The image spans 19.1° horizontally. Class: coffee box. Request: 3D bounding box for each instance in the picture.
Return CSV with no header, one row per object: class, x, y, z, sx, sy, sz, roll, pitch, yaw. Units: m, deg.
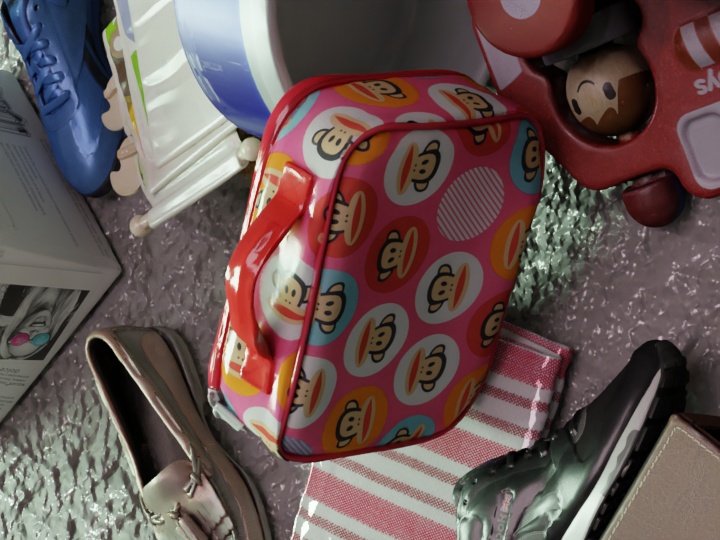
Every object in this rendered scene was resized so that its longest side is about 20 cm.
coffee box,-0.322,-0.017,1.424,0.198,0.199,0.200,-49,54,25

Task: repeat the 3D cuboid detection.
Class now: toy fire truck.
toy fire truck,0.156,-0.113,1.087,0.199,0.112,0.169,-21,91,35

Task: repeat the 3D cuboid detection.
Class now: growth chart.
growth chart,-0.113,-0.131,1.291,0.144,0.018,0.201,-19,74,46

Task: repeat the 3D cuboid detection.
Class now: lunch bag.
lunch bag,0.000,0.000,1.097,0.082,0.175,0.201,34,119,38

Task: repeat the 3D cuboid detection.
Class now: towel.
towel,0.035,0.117,1.202,0.146,0.030,0.201,20,97,39

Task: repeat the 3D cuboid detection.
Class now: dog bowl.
dog bowl,-0.005,-0.162,1.166,0.079,0.199,0.202,16,93,41

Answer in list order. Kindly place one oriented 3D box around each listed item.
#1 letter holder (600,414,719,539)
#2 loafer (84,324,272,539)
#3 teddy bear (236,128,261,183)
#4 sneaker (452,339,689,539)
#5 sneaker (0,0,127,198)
letter holder,0.173,0.191,1.007,0.142,0.100,0.201,40,109,36
loafer,-0.117,0.120,1.311,0.072,0.063,0.201,-42,57,28
teddy bear,-0.077,-0.147,1.317,0.145,0.067,0.201,-33,63,30
sneaker,0.092,0.114,1.102,0.087,0.076,0.201,32,104,20
sneaker,-0.207,-0.144,1.427,0.066,0.078,0.201,-24,69,34
